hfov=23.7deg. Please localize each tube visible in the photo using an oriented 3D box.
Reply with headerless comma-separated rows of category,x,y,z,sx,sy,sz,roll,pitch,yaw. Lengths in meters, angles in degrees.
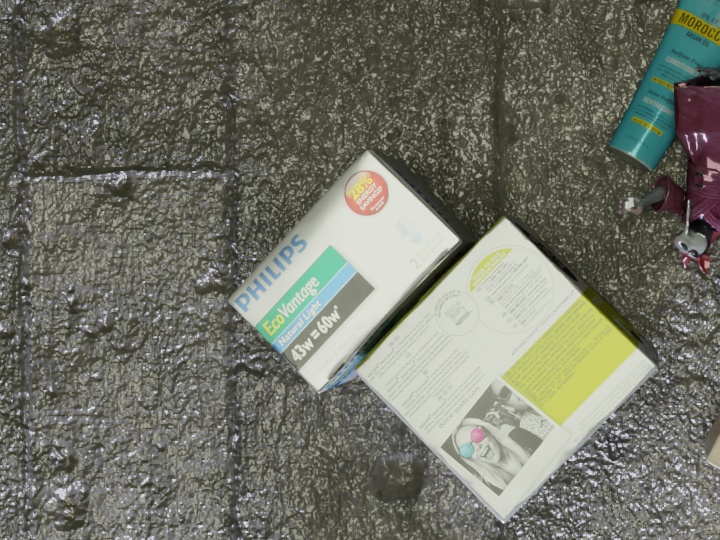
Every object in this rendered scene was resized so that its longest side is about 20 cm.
tube,0.311,-0.193,1.666,0.077,0.050,0.201,29,89,6

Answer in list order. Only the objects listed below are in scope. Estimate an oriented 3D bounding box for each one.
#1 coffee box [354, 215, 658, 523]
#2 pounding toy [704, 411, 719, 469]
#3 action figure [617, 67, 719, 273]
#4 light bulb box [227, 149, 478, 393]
coffee box,0.142,0.084,1.615,0.198,0.200,0.200,44,97,6
pounding toy,0.423,0.118,1.596,0.183,0.142,0.201,28,98,7
action figure,0.335,-0.097,1.646,0.133,0.149,0.201,17,113,20
light bulb box,0.000,0.000,1.636,0.125,0.200,0.198,44,97,6
